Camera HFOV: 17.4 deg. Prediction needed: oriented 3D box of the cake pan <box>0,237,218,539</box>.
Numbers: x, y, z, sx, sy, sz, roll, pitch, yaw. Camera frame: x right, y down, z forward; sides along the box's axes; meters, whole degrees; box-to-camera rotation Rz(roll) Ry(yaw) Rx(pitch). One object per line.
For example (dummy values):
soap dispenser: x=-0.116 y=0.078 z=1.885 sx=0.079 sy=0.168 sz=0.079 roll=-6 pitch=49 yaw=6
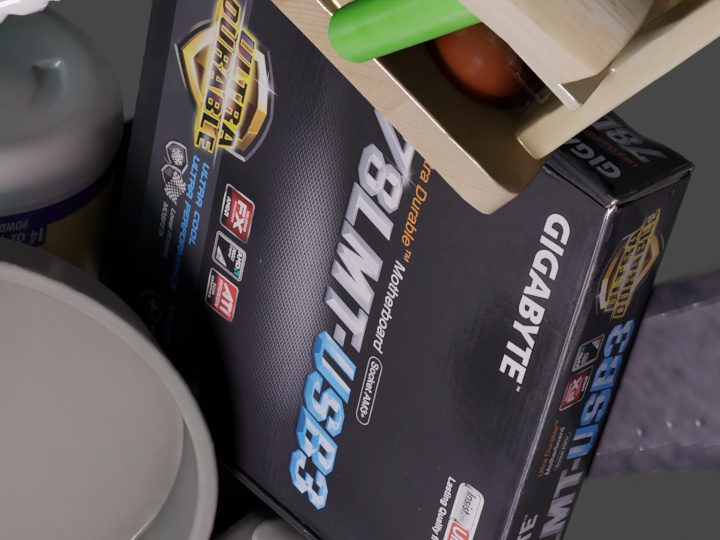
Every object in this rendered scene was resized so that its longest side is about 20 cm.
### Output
cake pan: x=-0.150 y=0.066 z=0.842 sx=0.037 sy=0.199 sz=0.201 roll=-93 pitch=14 yaw=-55

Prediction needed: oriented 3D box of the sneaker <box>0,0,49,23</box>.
sneaker: x=-0.183 y=-0.148 z=0.859 sx=0.199 sy=0.075 sz=0.082 roll=15 pitch=136 yaw=13

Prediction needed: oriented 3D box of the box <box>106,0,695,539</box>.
box: x=0.000 y=0.000 z=0.802 sx=0.198 sy=0.050 sz=0.201 roll=39 pitch=132 yaw=29

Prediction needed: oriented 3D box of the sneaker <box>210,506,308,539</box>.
sneaker: x=-0.086 y=0.134 z=0.930 sx=0.080 sy=0.075 sz=0.200 roll=58 pitch=138 yaw=12

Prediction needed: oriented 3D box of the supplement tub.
supplement tub: x=-0.174 y=0.003 z=0.909 sx=0.145 sy=0.145 sz=0.201 roll=36 pitch=130 yaw=30

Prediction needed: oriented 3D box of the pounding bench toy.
pounding bench toy: x=0.035 y=-0.093 z=0.586 sx=0.124 sy=0.200 sz=0.156 roll=45 pitch=138 yaw=-9
